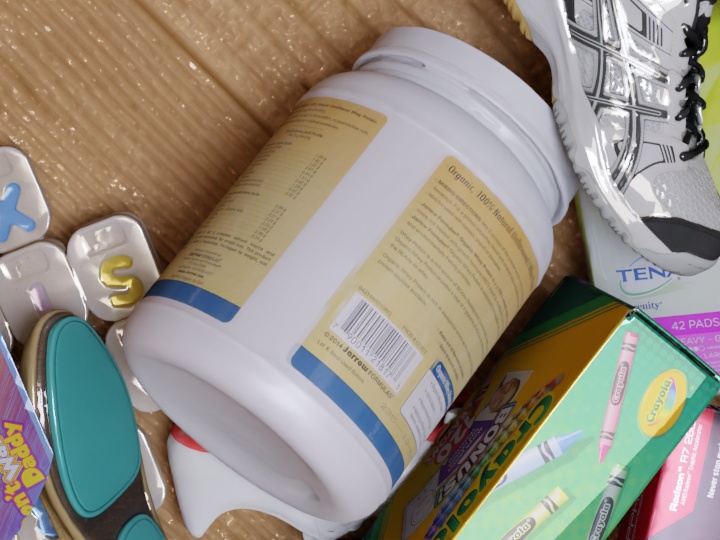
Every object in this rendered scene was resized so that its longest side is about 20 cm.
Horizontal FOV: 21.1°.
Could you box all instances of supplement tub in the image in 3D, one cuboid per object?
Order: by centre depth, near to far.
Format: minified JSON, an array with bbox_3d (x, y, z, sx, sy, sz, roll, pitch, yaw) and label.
[{"bbox_3d":[0.000,0.000,0.901,0.145,0.145,0.200,43,71,-15],"label":"supplement tub"}]

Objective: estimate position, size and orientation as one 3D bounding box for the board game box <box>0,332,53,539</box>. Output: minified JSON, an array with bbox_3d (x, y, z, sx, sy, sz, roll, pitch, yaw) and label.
[{"bbox_3d":[-0.234,0.061,0.857,0.158,0.039,0.201,-21,98,6],"label":"board game box"}]

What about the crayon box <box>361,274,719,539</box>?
[{"bbox_3d":[0.071,0.103,0.898,0.058,0.119,0.200,38,91,-11],"label":"crayon box"}]

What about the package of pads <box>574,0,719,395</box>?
[{"bbox_3d":[0.184,-0.037,0.960,0.154,0.068,0.201,-6,104,21],"label":"package of pads"}]

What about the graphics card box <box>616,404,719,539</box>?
[{"bbox_3d":[0.228,0.143,0.950,0.199,0.051,0.126,14,89,-5],"label":"graphics card box"}]

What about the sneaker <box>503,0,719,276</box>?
[{"bbox_3d":[0.131,-0.096,0.879,0.087,0.076,0.201,-24,94,27],"label":"sneaker"}]

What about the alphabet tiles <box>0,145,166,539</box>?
[{"bbox_3d":[-0.184,0.047,0.948,0.199,0.015,0.196,-20,100,5],"label":"alphabet tiles"}]

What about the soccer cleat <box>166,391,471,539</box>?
[{"bbox_3d":[0.001,0.100,0.989,0.199,0.069,0.086,1,110,-6],"label":"soccer cleat"}]

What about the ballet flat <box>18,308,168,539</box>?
[{"bbox_3d":[-0.132,0.116,0.926,0.063,0.069,0.201,-10,106,33],"label":"ballet flat"}]

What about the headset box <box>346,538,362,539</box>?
[{"bbox_3d":[0.013,0.246,1.015,0.148,0.075,0.201,-5,103,-8],"label":"headset box"}]
